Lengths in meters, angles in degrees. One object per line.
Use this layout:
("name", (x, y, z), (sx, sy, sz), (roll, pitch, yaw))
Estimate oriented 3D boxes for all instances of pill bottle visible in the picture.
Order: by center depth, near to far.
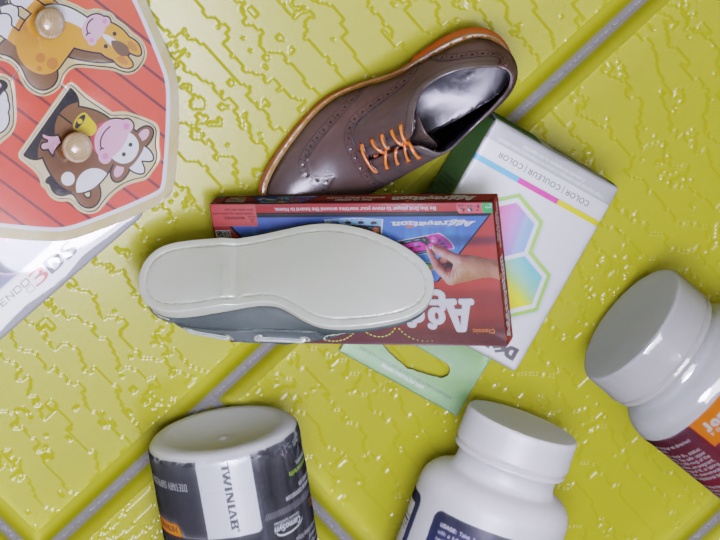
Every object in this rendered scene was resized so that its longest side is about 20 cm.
("pill bottle", (-0.079, 0.203, 1.619), (0.106, 0.106, 0.201), (-11, 105, -8))
("pill bottle", (0.080, 0.198, 1.646), (0.110, 0.111, 0.201), (17, 100, -14))
("pill bottle", (0.261, 0.095, 1.654), (0.200, 0.114, 0.114), (38, 94, -17))

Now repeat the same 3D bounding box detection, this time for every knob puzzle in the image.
("knob puzzle", (-0.201, -0.107, 1.539), (0.218, 0.030, 0.221), (-2, 95, -21))

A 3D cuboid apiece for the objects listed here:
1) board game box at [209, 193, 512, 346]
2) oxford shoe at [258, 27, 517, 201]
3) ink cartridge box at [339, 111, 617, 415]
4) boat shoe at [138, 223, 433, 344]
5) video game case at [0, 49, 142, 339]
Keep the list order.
("board game box", (0.000, 0.000, 1.577), (0.199, 0.019, 0.104), (0, 113, 19))
("oxford shoe", (0.017, -0.093, 1.579), (0.200, 0.073, 0.071), (-36, 108, 6))
("ink cartridge box", (0.080, 0.000, 1.625), (0.103, 0.059, 0.201), (28, 97, -16))
("boat shoe", (-0.045, 0.014, 1.565), (0.199, 0.062, 0.073), (0, 65, 12))
("video game case", (-0.276, -0.052, 1.563), (0.182, 0.023, 0.200), (-41, 107, 1))
